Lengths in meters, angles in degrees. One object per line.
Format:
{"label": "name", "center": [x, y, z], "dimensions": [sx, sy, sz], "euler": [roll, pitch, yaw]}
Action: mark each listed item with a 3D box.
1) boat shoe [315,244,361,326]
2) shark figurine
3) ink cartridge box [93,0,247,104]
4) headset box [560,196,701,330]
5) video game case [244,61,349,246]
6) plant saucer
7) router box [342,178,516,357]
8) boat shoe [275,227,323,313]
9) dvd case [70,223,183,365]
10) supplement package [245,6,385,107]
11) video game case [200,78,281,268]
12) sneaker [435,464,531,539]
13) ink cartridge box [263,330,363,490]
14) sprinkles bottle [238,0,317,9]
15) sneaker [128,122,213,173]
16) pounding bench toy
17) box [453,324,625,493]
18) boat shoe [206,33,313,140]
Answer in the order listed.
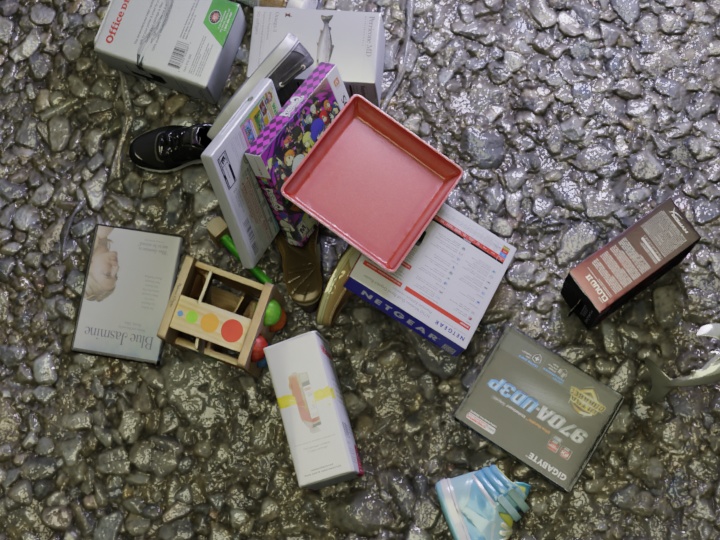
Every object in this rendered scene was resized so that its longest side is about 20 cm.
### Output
{"label": "boat shoe", "center": [0.000, 0.000, 1.746], "dimensions": [0.066, 0.074, 0.202], "euler": [28, 82, 5]}
{"label": "shark figurine", "center": [0.510, 0.134, 1.673], "dimensions": [0.214, 0.090, 0.128], "euler": [-39, 44, -11]}
{"label": "ink cartridge box", "center": [-0.297, -0.368, 1.847], "dimensions": [0.197, 0.083, 0.148], "euler": [21, 81, 8]}
{"label": "headset box", "center": [0.372, 0.000, 1.673], "dimensions": [0.199, 0.149, 0.075], "euler": [-36, 77, -4]}
{"label": "video game case", "center": [-0.071, -0.168, 1.710], "dimensions": [0.035, 0.183, 0.201], "euler": [15, 55, 35]}
{"label": "plant saucer", "center": [0.016, -0.121, 1.683], "dimensions": [0.199, 0.037, 0.201], "euler": [35, 68, 4]}
{"label": "router box", "center": [0.101, -0.005, 1.709], "dimensions": [0.198, 0.049, 0.181], "euler": [32, 68, -2]}
{"label": "boat shoe", "center": [-0.092, -0.029, 1.766], "dimensions": [0.072, 0.065, 0.203], "euler": [-3, 59, -2]}
{"label": "dvd case", "center": [-0.358, 0.035, 1.802], "dimensions": [0.140, 0.018, 0.203], "euler": [8, 79, 6]}
{"label": "supplement package", "center": [-0.065, -0.322, 1.798], "dimensions": [0.196, 0.117, 0.119], "euler": [3, 77, 6]}
{"label": "video game case", "center": [-0.147, -0.137, 1.671], "dimensions": [0.022, 0.202, 0.183], "euler": [7, 45, 27]}
{"label": "sneaker", "center": [0.198, 0.367, 1.649], "dimensions": [0.129, 0.080, 0.202], "euler": [-24, 78, 1]}
{"label": "ink cartridge box", "center": [-0.065, 0.202, 1.675], "dimensions": [0.082, 0.145, 0.203], "euler": [-16, 77, 3]}
{"label": "sprinkles bottle", "center": [-0.166, -0.451, 1.860], "dimensions": [0.198, 0.068, 0.069], "euler": [28, 82, 10]}
{"label": "sneaker", "center": [-0.264, -0.200, 1.806], "dimensions": [0.196, 0.088, 0.077], "euler": [-3, 78, 5]}
{"label": "pounding bench toy", "center": [-0.181, 0.037, 1.730], "dimensions": [0.154, 0.124, 0.203], "euler": [18, 80, 9]}
{"label": "box", "center": [0.256, 0.198, 1.694], "dimensions": [0.199, 0.046, 0.160], "euler": [32, 83, 10]}
{"label": "boat shoe", "center": [-0.144, -0.254, 1.720], "dimensions": [0.066, 0.070, 0.200], "euler": [40, 105, -12]}
